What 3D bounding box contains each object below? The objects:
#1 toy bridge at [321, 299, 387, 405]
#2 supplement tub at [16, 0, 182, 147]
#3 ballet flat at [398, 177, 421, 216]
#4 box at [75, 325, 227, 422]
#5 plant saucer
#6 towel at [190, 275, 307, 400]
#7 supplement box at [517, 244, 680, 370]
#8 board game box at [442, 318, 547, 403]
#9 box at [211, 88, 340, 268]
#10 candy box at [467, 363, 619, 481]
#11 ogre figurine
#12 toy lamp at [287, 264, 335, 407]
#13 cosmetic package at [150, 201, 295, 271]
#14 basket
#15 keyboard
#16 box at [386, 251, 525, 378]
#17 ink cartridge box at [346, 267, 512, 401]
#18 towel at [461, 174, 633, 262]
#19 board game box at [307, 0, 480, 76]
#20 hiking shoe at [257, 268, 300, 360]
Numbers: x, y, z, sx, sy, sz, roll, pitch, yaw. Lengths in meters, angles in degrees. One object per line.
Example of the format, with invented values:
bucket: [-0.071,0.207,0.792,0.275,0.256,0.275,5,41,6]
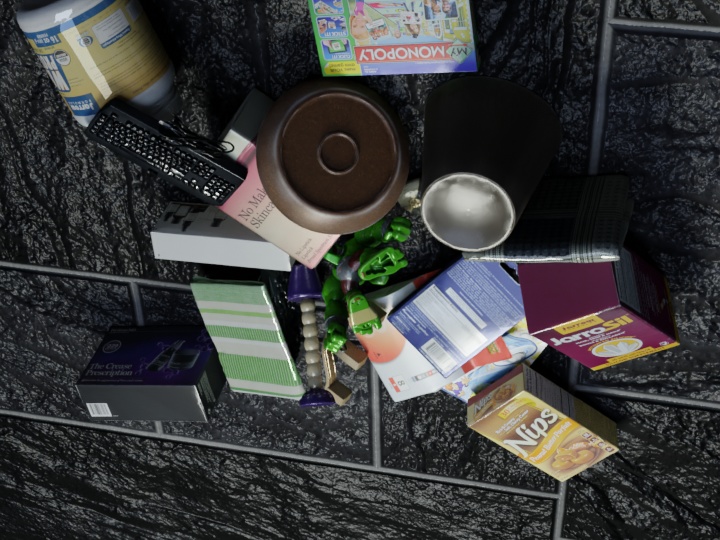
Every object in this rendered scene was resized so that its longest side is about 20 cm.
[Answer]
toy bridge: [-0.022,0.114,1.815,0.067,0.027,0.200,36,134,14]
supplement tub: [-0.323,-0.271,1.592,0.144,0.145,0.200,-12,122,25]
ballet flat: [0.142,-0.075,1.661,0.199,0.057,0.067,16,133,4]
box: [-0.309,0.155,1.923,0.199,0.141,0.079,-2,124,18]
plant saucer: [-0.031,-0.146,1.586,0.200,0.201,0.034,34,172,-11]
towel: [-0.162,0.099,1.835,0.152,0.023,0.200,4,124,38]
supplement box: [0.309,0.044,1.620,0.131,0.104,0.200,-20,152,30]
board game box: [0.177,0.109,1.809,0.135,0.034,0.200,27,130,-5]
box: [-0.102,-0.120,1.667,0.200,0.109,0.128,33,129,-10]
candy box: [0.265,0.224,1.834,0.200,0.055,0.115,32,129,-26]
ogre figurine: [0.000,0.000,1.701,0.098,0.120,0.201,3,115,-17]
toy lamp: [-0.072,0.091,1.788,0.058,0.201,0.058,-5,169,-1]
cosmetic package: [-0.184,-0.050,1.764,0.199,0.083,0.051,5,129,12]
basket: [0.144,-0.126,1.529,0.180,0.200,0.136,17,130,4]
keyboard: [-0.238,-0.144,1.569,0.200,0.040,0.104,27,131,-21]
box: [0.145,0.046,1.706,0.121,0.032,0.200,46,121,-6]
ink cartridge box: [0.092,0.091,1.774,0.200,0.050,0.162,-19,106,41]
towel: [0.234,-0.060,1.554,0.192,0.200,0.035,-1,120,18]
board game box: [0.040,-0.304,1.533,0.199,0.029,0.135,0,126,16]
hiking shoe: [-0.141,0.069,1.849,0.086,0.074,0.200,8,128,12]
